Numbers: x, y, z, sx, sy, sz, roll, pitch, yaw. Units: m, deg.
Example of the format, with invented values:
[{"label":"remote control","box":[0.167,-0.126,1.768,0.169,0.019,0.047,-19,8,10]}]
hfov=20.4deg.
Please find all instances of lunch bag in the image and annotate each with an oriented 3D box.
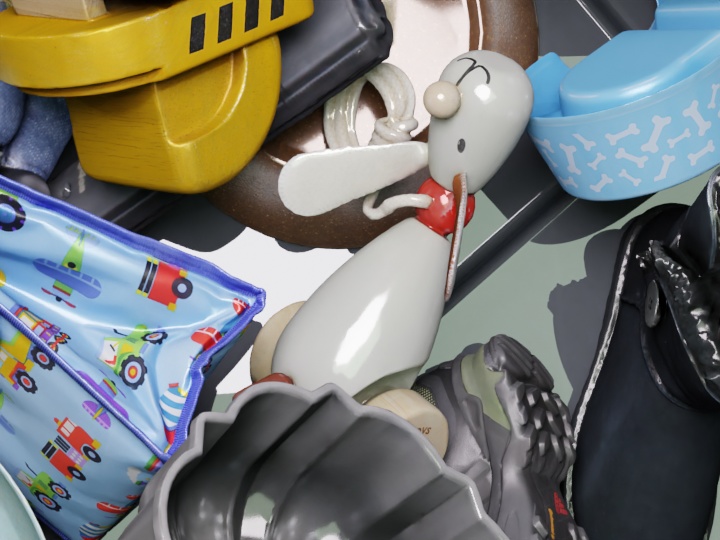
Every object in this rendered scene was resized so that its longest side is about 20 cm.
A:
[{"label":"lunch bag","box":[-0.163,0.016,0.864,0.199,0.151,0.094,33,60,-7]}]

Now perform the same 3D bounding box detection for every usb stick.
[{"label":"usb stick","box":[-0.070,-0.068,0.917,0.199,0.033,0.056,-33,48,18]}]

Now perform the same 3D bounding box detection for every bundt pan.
[{"label":"bundt pan","box":[-0.019,0.149,0.778,0.076,0.202,0.203,-37,88,37]}]

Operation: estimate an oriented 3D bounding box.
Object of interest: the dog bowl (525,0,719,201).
[{"label":"dog bowl","box":[0.157,-0.096,0.918,0.200,0.111,0.050,-37,115,-29]}]

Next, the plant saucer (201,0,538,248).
[{"label":"plant saucer","box":[-0.010,-0.113,0.963,0.198,0.037,0.203,0,86,-4]}]

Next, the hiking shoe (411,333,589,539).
[{"label":"hiking shoe","box":[0.052,0.135,0.912,0.100,0.076,0.202,-21,58,31]}]

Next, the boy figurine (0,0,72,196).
[{"label":"boy figurine","box":[-0.144,-0.132,0.922,0.064,0.124,0.202,7,71,35]}]

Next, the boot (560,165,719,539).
[{"label":"boot","box":[0.145,0.057,0.892,0.076,0.168,0.202,10,86,-3]}]

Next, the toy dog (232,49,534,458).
[{"label":"toy dog","box":[0.000,0.000,0.869,0.131,0.096,0.202,10,95,40]}]

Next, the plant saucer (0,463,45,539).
[{"label":"plant saucer","box":[-0.206,0.142,0.901,0.199,0.039,0.203,7,105,25]}]

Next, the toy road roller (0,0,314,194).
[{"label":"toy road roller","box":[-0.070,-0.121,0.865,0.199,0.122,0.147,-27,116,-37]}]
